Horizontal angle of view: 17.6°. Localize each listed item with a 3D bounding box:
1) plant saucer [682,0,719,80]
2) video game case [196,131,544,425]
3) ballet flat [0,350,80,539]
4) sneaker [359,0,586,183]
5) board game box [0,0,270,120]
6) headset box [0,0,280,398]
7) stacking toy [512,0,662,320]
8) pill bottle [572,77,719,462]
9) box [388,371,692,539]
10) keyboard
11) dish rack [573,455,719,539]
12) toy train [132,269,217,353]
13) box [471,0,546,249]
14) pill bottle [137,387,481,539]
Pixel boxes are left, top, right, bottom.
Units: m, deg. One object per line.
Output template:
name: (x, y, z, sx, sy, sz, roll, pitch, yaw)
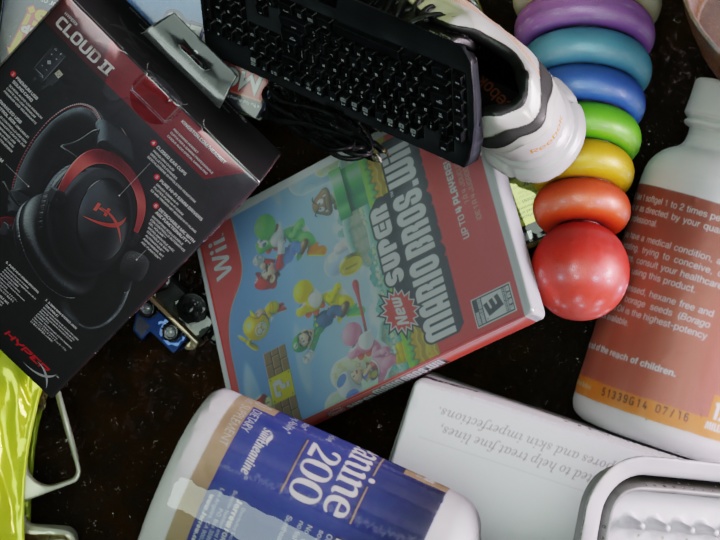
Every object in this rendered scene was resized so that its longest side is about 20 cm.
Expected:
plant saucer: (0.264, -0.120, 1.271, 0.199, 0.201, 0.035, 23, 128, 5)
video game case: (0.000, 0.000, 1.303, 0.199, 0.017, 0.144, -26, 63, 26)
ballet flat: (-0.197, 0.137, 1.359, 0.066, 0.067, 0.202, 1, 89, -6)
sneaker: (0.037, -0.128, 1.254, 0.200, 0.080, 0.074, 37, 88, 27)
board game box: (-0.128, -0.169, 1.353, 0.199, 0.062, 0.201, 22, 94, 4)
headset box: (-0.152, -0.055, 1.296, 0.149, 0.075, 0.200, 43, 107, -5)
stacking toy: (0.121, -0.068, 1.287, 0.085, 0.085, 0.202, 3, 70, 5)
pill bottle: (0.197, 0.001, 1.295, 0.111, 0.112, 0.202, 17, 92, 5)
box: (0.096, 0.181, 1.295, 0.197, 0.131, 0.202, 18, 92, 5)
keyboard: (-0.019, -0.099, 1.238, 0.199, 0.105, 0.040, 27, 51, 36)
dish rack: (0.170, 0.195, 1.195, 0.170, 0.043, 0.202, 8, 95, -22)
toy train: (-0.161, -0.018, 1.369, 0.200, 0.034, 0.046, 42, 97, 5)
box: (0.051, -0.102, 1.341, 0.075, 0.050, 0.201, -23, 88, 5)
pill bottle: (-0.006, 0.148, 1.184, 0.199, 0.111, 0.112, 24, 92, 5)
